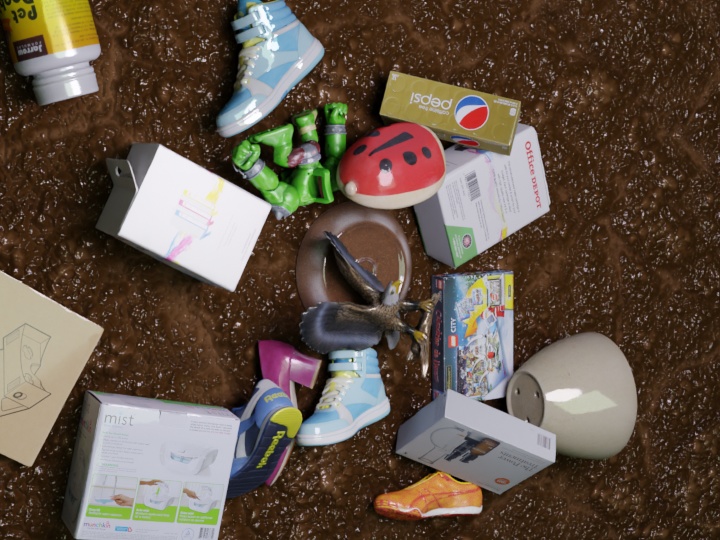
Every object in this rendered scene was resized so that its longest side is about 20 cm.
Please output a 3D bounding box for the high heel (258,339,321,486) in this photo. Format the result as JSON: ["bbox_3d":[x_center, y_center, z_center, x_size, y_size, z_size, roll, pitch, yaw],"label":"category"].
[{"bbox_3d":[-0.129,0.203,1.541,0.094,0.067,0.203,19,101,3],"label":"high heel"}]

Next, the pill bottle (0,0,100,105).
[{"bbox_3d":[-0.382,-0.310,1.308,0.108,0.109,0.204,-19,104,-25],"label":"pill bottle"}]

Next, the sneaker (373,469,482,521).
[{"bbox_3d":[0.102,0.350,1.678,0.197,0.073,0.079,3,74,-34],"label":"sneaker"}]

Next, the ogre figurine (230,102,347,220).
[{"bbox_3d":[-0.084,-0.149,1.490,0.200,0.097,0.122,-40,117,-55],"label":"ogre figurine"}]

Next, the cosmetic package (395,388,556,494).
[{"bbox_3d":[0.174,0.264,1.632,0.197,0.151,0.052,24,54,-17],"label":"cosmetic package"}]

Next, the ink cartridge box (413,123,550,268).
[{"bbox_3d":[0.182,-0.121,1.638,0.198,0.084,0.147,-30,120,-23],"label":"ink cartridge box"}]

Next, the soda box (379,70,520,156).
[{"bbox_3d":[0.130,-0.228,1.561,0.196,0.064,0.069,15,85,11],"label":"soda box"}]

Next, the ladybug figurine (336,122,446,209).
[{"bbox_3d":[0.047,-0.151,1.492,0.199,0.135,0.073,-35,149,-45],"label":"ladybug figurine"}]

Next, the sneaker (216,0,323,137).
[{"bbox_3d":[-0.151,-0.284,1.449,0.201,0.079,0.131,-50,117,-25],"label":"sneaker"}]

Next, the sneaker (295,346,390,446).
[{"bbox_3d":[-0.036,0.170,1.547,0.199,0.078,0.133,-20,102,-57],"label":"sneaker"}]

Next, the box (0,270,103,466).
[{"bbox_3d":[-0.443,0.125,1.371,0.162,0.021,0.202,33,79,-27],"label":"box"}]

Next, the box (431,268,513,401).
[{"bbox_3d":[0.178,0.104,1.698,0.134,0.038,0.204,-4,97,-28],"label":"box"}]

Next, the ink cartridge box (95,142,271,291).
[{"bbox_3d":[-0.243,-0.076,1.399,0.198,0.128,0.127,27,83,-27],"label":"ink cartridge box"}]

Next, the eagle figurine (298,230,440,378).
[{"bbox_3d":[0.013,0.046,1.512,0.196,0.152,0.153,17,113,-11],"label":"eagle figurine"}]

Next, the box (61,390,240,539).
[{"bbox_3d":[-0.279,0.264,1.433,0.197,0.096,0.180,10,90,-29],"label":"box"}]

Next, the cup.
[{"bbox_3d":[0.314,0.202,1.688,0.141,0.199,0.205,-2,96,-30],"label":"cup"}]

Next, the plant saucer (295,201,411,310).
[{"bbox_3d":[0.000,0.000,1.592,0.197,0.036,0.205,-4,98,-28],"label":"plant saucer"}]

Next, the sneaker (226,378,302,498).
[{"bbox_3d":[-0.153,0.237,1.496,0.073,0.083,0.201,8,127,-46],"label":"sneaker"}]
